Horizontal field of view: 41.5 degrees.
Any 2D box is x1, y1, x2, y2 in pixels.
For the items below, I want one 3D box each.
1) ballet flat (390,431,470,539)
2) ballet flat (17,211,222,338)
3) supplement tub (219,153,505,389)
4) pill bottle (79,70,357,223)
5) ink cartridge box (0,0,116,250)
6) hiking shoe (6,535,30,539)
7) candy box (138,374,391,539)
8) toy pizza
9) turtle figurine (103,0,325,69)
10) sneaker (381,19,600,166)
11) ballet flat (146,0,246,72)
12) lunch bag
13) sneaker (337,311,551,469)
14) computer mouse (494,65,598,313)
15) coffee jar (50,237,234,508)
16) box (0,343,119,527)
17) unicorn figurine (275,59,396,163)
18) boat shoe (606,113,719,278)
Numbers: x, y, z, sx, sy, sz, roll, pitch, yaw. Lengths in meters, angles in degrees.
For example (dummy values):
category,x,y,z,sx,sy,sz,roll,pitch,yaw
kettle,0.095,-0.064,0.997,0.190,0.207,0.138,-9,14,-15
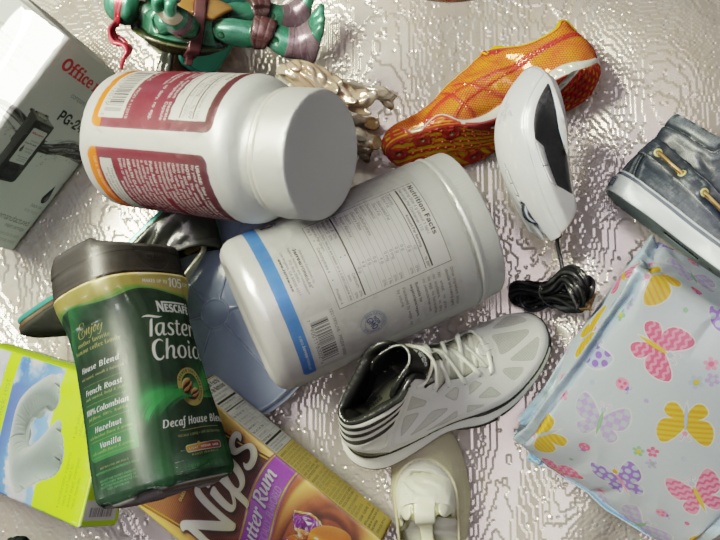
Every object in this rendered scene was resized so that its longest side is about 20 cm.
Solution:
category,x,y,z,sx,sy,sz,roll,pitch,yaw
ballet flat,0.058,0.220,0.785,0.069,0.069,0.201,-5,82,9
ballet flat,-0.204,0.013,0.825,0.200,0.068,0.068,-37,88,4
supplement tub,0.000,0.000,0.766,0.199,0.132,0.132,-24,79,-12
pill bottle,-0.110,-0.097,0.739,0.199,0.114,0.115,9,84,32
ink cartridge box,-0.313,-0.129,0.848,0.083,0.145,0.200,38,90,12
hiking shoe,-0.235,0.303,0.827,0.087,0.074,0.200,-38,89,-4
candy box,-0.088,0.197,0.798,0.200,0.056,0.117,38,102,7
toy pizza,-0.126,0.040,0.855,0.199,0.032,0.201,-1,82,10
turtle figurine,-0.134,-0.221,0.782,0.199,0.101,0.150,8,48,-19
sneaker,0.108,-0.149,0.830,0.199,0.073,0.077,-24,59,1
ballet flat,-0.170,-0.182,0.866,0.068,0.068,0.201,20,86,25
lunch bag,0.235,0.102,0.739,0.169,0.127,0.200,33,114,11
sneaker,0.070,0.083,0.758,0.200,0.115,0.076,-31,64,-9
computer mouse,0.138,-0.061,0.763,0.044,0.110,0.201,-12,96,-16
coffee jar,-0.169,0.074,0.730,0.085,0.104,0.201,-24,76,29
box,-0.281,0.135,0.826,0.199,0.048,0.122,10,84,32
unicorn figurine,-0.050,-0.132,0.822,0.137,0.200,0.074,16,63,-6
boat shoe,0.306,-0.040,0.772,0.200,0.071,0.091,41,95,14
